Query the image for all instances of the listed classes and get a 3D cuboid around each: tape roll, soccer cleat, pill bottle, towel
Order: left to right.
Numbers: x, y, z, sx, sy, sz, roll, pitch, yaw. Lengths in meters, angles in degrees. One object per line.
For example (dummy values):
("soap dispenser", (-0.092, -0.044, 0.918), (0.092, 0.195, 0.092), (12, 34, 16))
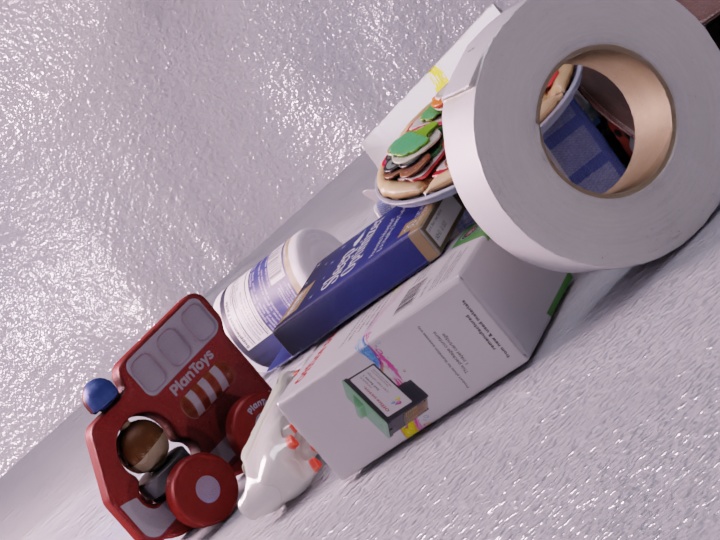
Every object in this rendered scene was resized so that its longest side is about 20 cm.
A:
("pill bottle", (-0.099, 0.047, 2.040), (0.199, 0.111, 0.111), (-36, 9, 32))
("soccer cleat", (-0.066, 0.142, 1.511), (0.077, 0.069, 0.200), (-41, 10, 16))
("towel", (0.118, -0.056, 1.472), (0.199, 0.148, 0.024), (-39, -21, 14))
("tape roll", (0.159, -0.101, 1.245), (0.202, 0.203, 0.071), (-42, 8, -12))

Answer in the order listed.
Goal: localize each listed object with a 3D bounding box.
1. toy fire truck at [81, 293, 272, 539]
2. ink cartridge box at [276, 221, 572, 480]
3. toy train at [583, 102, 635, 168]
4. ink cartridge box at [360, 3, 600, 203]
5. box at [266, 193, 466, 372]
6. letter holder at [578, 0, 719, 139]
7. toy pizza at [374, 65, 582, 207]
("toy fire truck", (-0.168, 0.141, 1.626), (0.200, 0.168, 0.112), (-45, 8, -29))
("ink cartridge box", (0.049, 0.053, 1.361), (0.199, 0.084, 0.145), (-36, 9, 32))
("toy train", (0.271, -0.156, 1.488), (0.200, 0.086, 0.114), (-45, 18, -28))
("ink cartridge box", (0.110, -0.104, 1.578), (0.200, 0.128, 0.126), (-47, 50, 13))
("box", (0.000, 0.000, 1.444), (0.199, 0.032, 0.121), (-37, 11, 31))
("letter holder", (0.235, -0.193, 1.405), (0.141, 0.101, 0.200), (-32, 35, -3))
("toy pizza", (0.089, -0.125, 1.432), (0.199, 0.032, 0.201), (-32, 22, 15))
